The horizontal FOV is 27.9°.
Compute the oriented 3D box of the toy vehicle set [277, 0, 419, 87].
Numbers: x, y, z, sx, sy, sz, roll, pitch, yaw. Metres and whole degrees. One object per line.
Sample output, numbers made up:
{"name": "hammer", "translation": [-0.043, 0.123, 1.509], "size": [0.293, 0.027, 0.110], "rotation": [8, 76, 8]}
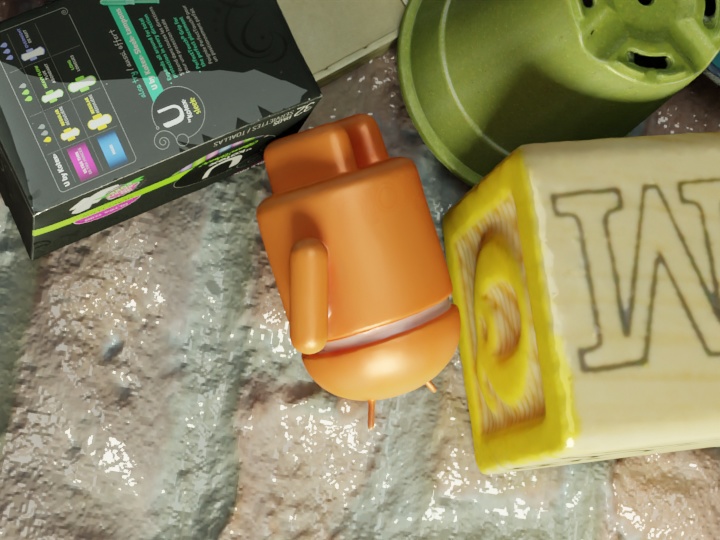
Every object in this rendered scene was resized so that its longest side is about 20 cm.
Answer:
{"name": "toy vehicle set", "translation": [-0.056, -0.234, 1.062], "size": [0.124, 0.027, 0.201], "rotation": [-29, 86, -16]}

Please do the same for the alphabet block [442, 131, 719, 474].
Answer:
{"name": "alphabet block", "translation": [0.184, 0.026, 0.977], "size": [0.199, 0.195, 0.198], "rotation": [-5, 78, -14]}

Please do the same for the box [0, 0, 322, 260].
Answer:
{"name": "box", "translation": [-0.150, -0.111, 0.953], "size": [0.199, 0.149, 0.125], "rotation": [-25, 86, -16]}

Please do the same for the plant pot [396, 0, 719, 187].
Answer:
{"name": "plant pot", "translation": [0.152, -0.163, 0.994], "size": [0.199, 0.190, 0.201], "rotation": [3, 81, -20]}

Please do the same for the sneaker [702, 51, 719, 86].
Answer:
{"name": "sneaker", "translation": [0.252, -0.200, 1.075], "size": [0.200, 0.086, 0.078], "rotation": [42, 110, 2]}

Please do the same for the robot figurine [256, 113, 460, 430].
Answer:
{"name": "robot figurine", "translation": [-0.001, 0.001, 0.971], "size": [0.116, 0.144, 0.201], "rotation": [-18, 96, -4]}
